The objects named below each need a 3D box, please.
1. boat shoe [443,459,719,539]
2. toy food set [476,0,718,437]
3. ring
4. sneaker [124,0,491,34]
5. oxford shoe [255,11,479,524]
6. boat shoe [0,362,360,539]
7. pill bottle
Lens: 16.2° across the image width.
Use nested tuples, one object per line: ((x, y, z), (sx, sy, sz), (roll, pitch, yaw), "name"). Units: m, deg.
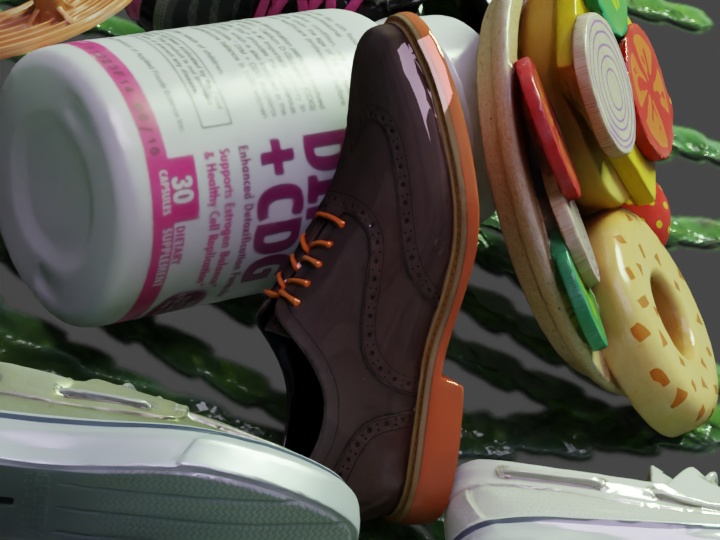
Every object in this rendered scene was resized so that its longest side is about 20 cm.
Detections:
((0.128, 0.108, 1.002), (0.200, 0.071, 0.070), (6, 47, -11), "boat shoe")
((0.101, -0.041, 1.071), (0.049, 0.198, 0.200), (-13, 51, 22), "toy food set")
((-0.190, -0.130, 1.070), (0.200, 0.019, 0.200), (-2, 28, 1), "ring")
((-0.011, -0.124, 1.168), (0.200, 0.074, 0.087), (-5, 43, -36), "sneaker")
((0.000, 0.000, 0.974), (0.072, 0.200, 0.071), (0, 2, -20), "oxford shoe")
((-0.097, 0.067, 0.932), (0.200, 0.072, 0.062), (11, 45, -11), "boat shoe")
((-0.041, -0.048, 1.045), (0.200, 0.113, 0.113), (-12, 53, -34), "pill bottle")
